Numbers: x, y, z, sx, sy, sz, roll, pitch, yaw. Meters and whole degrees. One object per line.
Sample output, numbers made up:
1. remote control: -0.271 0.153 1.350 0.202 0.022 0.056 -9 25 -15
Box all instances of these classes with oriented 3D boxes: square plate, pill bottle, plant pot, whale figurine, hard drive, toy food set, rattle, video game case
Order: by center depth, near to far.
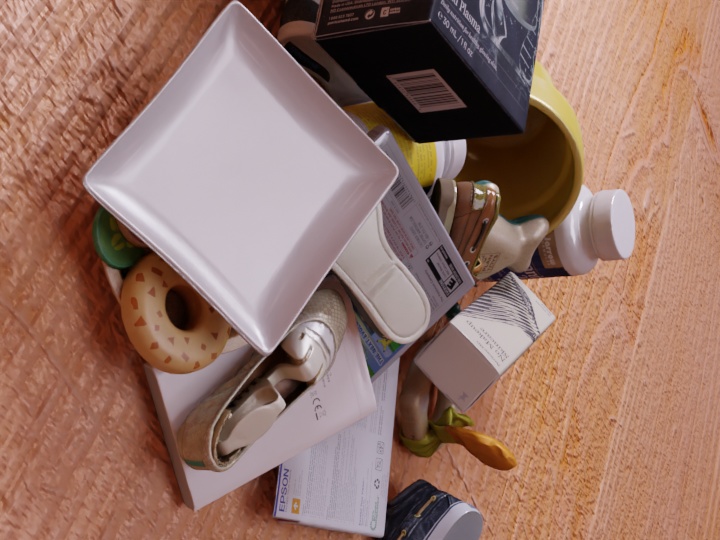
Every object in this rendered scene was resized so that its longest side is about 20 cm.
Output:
1. square plate: -0.090 -0.072 0.997 0.198 0.028 0.201 44 66 -18
2. toy food set: -0.125 -0.031 1.025 0.198 0.048 0.201 -23 101 -38
3. hard drive: -0.082 0.103 1.102 0.198 0.027 0.134 -25 111 -31
4. video game case: 0.000 0.000 1.171 0.182 0.022 0.201 -42 125 -14
5. pill bottle: 0.013 -0.110 1.251 0.199 0.110 0.113 -19 102 -45
6. whale figurine: 0.107 -0.042 1.393 0.197 0.104 0.160 -2 132 -29
7. rattle: 0.129 0.120 1.425 0.200 0.141 0.132 -49 121 -46
8. plant pot: 0.161 -0.160 1.476 0.190 0.198 0.203 -73 145 -55
9. pill bottle: 0.226 -0.047 1.545 0.110 0.197 0.113 12 75 -57

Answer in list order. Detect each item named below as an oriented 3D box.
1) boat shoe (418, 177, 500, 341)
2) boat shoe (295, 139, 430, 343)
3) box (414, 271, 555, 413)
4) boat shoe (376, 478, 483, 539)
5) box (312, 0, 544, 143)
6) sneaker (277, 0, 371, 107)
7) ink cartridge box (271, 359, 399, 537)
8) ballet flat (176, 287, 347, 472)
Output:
1. boat shoe: 0.092 -0.001 1.282 0.073 0.067 0.202 -91 -169 -46
2. boat shoe: -0.009 -0.024 1.101 0.073 0.062 0.201 -38 114 -16
3. box: 0.140 0.075 1.400 0.082 0.069 0.200 45 29 6
4. boat shoe: 0.037 0.312 1.324 0.200 0.090 0.071 -47 129 -17
5. box: 0.071 -0.249 1.139 0.200 0.122 0.200 36 57 -52
6. sneaker: -0.009 -0.237 1.300 0.200 0.072 0.114 38 52 -53
7. ink cartridge box: -0.032 0.151 1.245 0.199 0.043 0.200 26 66 -53
8. ballet flat: -0.067 0.095 1.056 0.200 0.062 0.068 -47 119 -22
